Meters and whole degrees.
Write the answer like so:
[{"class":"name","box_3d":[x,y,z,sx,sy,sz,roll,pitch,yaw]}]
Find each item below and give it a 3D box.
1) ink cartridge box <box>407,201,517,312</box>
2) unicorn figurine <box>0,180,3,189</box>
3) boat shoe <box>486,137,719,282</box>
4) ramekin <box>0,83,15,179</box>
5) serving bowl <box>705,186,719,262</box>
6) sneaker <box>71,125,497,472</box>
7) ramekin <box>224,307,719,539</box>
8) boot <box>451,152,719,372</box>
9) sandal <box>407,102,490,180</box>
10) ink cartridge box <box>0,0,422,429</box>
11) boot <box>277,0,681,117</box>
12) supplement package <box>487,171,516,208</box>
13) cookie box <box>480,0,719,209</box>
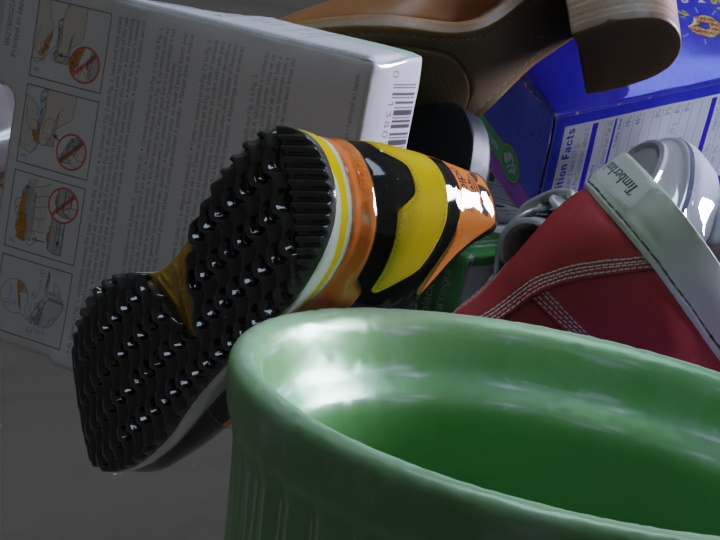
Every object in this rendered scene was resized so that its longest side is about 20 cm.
[{"class":"ink cartridge box","box_3d":[0.000,0.000,0.933,0.199,0.084,0.146,19,14,32]},{"class":"unicorn figurine","box_3d":[-0.115,-0.071,1.185,0.198,0.075,0.137,10,10,-2]},{"class":"boat shoe","box_3d":[0.090,-0.002,0.816,0.073,0.065,0.200,-21,26,45]},{"class":"ramekin","box_3d":[-0.207,-0.085,0.937,0.200,0.095,0.202,-14,6,1]},{"class":"serving bowl","box_3d":[0.226,0.010,0.901,0.198,0.066,0.200,17,-23,7]},{"class":"sneaker","box_3d":[-0.029,0.019,0.670,0.089,0.071,0.200,2,-27,-33]},{"class":"ramekin","box_3d":[0.053,0.085,0.541,0.198,0.099,0.200,11,11,-2]},{"class":"boot","box_3d":[0.100,0.069,0.741,0.200,0.144,0.073,47,5,-28]},{"class":"sandal","box_3d":[-0.036,-0.016,0.835,0.199,0.077,0.043,-23,-31,16]},{"class":"ink cartridge box","box_3d":[-0.082,-0.031,0.809,0.198,0.163,0.050,17,13,27]},{"class":"boot","box_3d":[0.041,-0.145,0.879,0.198,0.077,0.156,-12,51,7]},{"class":"supplement package","box_3d":[0.116,-0.053,1.119,0.110,0.157,0.200,13,11,5]},{"class":"cookie box","box_3d":[0.139,-0.119,0.967,0.198,0.076,0.172,-13,46,-20]}]
